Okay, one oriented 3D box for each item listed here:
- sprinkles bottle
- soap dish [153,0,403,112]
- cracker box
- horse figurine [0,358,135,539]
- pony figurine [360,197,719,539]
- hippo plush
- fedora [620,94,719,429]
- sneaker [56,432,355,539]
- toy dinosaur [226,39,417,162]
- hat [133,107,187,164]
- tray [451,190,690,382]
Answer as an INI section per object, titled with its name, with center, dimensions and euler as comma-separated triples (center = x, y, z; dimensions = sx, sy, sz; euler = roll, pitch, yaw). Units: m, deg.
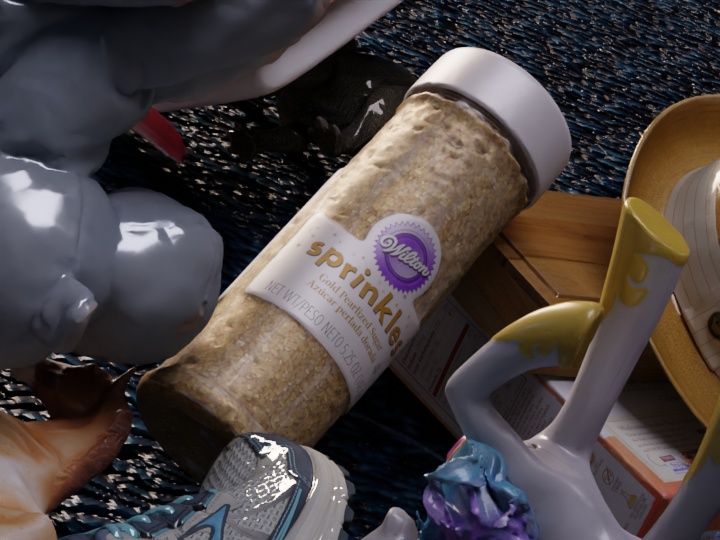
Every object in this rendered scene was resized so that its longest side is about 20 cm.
[sprinkles bottle]
center = 0.000, 0.000, 0.964
dimensions = 0.068, 0.068, 0.200
euler = 32, 62, 19
[soap dish]
center = -0.043, -0.152, 1.180
dimensions = 0.157, 0.081, 0.200
euler = -4, 28, 49
[cracker box]
center = 0.102, 0.054, 1.068
dimensions = 0.134, 0.058, 0.200
euler = 1, 34, -41
[horse figurine]
center = -0.144, 0.077, 0.829
dimensions = 0.133, 0.050, 0.200
euler = 16, 21, -11
[pony figurine]
center = 0.081, 0.107, 0.838
dimensions = 0.193, 0.200, 0.167
euler = 46, 23, 10
[hippo plush]
center = -0.097, -0.048, 0.865
dimensions = 0.159, 0.161, 0.200
euler = -13, -16, 41
[fedora]
center = 0.198, 0.002, 1.020
dimensions = 0.201, 0.082, 0.201
euler = 21, 51, -28
[sneaker]
center = -0.061, 0.101, 0.794
dimensions = 0.086, 0.078, 0.200
euler = 34, 27, -9
[toy dinosaur]
center = 0.004, -0.073, 1.213
dimensions = 0.200, 0.077, 0.102
euler = 31, 40, 25
[hat]
center = -0.176, -0.098, 0.977
dimensions = 0.200, 0.176, 0.166
euler = -3, 19, -1
[tray]
center = 0.127, 0.007, 1.073
dimensions = 0.200, 0.037, 0.099
euler = 6, 31, -37
